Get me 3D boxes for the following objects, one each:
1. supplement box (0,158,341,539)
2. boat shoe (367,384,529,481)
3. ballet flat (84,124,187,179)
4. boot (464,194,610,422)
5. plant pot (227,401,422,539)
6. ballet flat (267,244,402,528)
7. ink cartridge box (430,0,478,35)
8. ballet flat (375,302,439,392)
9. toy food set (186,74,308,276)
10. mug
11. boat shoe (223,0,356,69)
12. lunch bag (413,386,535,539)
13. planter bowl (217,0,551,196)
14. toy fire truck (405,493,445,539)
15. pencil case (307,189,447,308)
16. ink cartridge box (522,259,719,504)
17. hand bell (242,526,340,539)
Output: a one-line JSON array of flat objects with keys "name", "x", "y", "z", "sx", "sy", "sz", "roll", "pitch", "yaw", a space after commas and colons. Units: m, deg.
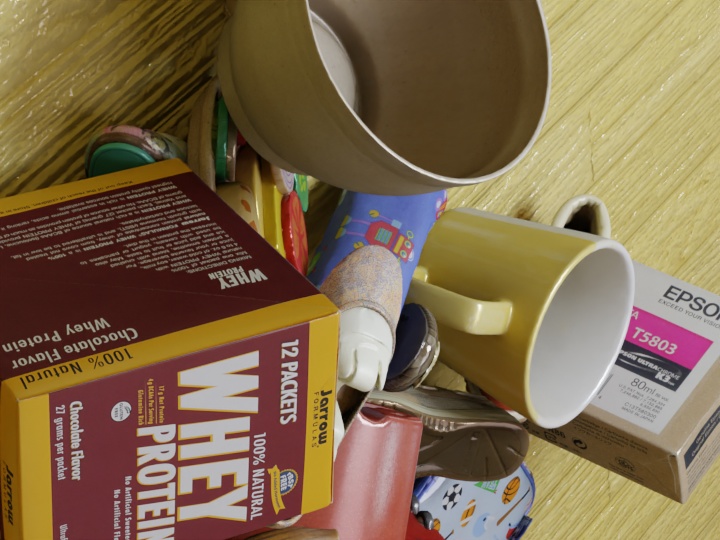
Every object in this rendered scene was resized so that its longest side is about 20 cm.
[{"name": "supplement box", "x": -0.145, "y": 0.055, "z": 1.379, "sx": 0.197, "sy": 0.200, "sz": 0.133, "roll": -15, "pitch": 125, "yaw": -28}, {"name": "boat shoe", "x": 0.031, "y": 0.116, "z": 1.838, "sx": 0.200, "sy": 0.065, "sz": 0.072, "roll": 6, "pitch": 115, "yaw": -29}, {"name": "ballet flat", "x": -0.125, "y": -0.039, "z": 1.542, "sx": 0.200, "sy": 0.069, "sz": 0.071, "roll": 74, "pitch": 31, "yaw": -48}, {"name": "boot", "x": 0.144, "y": 0.027, "z": 1.942, "sx": 0.107, "sy": 0.075, "sz": 0.200, "roll": 116, "pitch": 0, "yaw": -56}, {"name": "plant pot", "x": -0.049, "y": 0.180, "z": 1.691, "sx": 0.201, "sy": 0.200, "sz": 0.196, "roll": 16, "pitch": 89, "yaw": -59}, {"name": "ballet flat", "x": -0.019, "y": 0.081, "z": 1.572, "sx": 0.068, "sy": 0.067, "sz": 0.200, "roll": 24, "pitch": 94, "yaw": -27}, {"name": "ink cartridge box", "x": 0.072, "y": -0.237, "z": 1.626, "sx": 0.200, "sy": 0.148, "sz": 0.076, "roll": -35, "pitch": 137, "yaw": -42}, {"name": "ballet flat", "x": 0.024, "y": 0.062, "z": 1.736, "sx": 0.067, "sy": 0.046, "sz": 0.200, "roll": -54, "pitch": -169, "yaw": -11}, {"name": "toy food set", "x": -0.070, "y": -0.035, "z": 1.555, "sx": 0.200, "sy": 0.049, "sz": 0.198, "roll": 61, "pitch": 24, "yaw": -68}, {"name": "mug", "x": 0.101, "y": 0.013, "z": 1.835, "sx": 0.150, "sy": 0.153, "sz": 0.187, "roll": -55, "pitch": 147, "yaw": -18}, {"name": "boat shoe", "x": -0.023, "y": -0.126, "z": 1.610, "sx": 0.069, "sy": 0.074, "sz": 0.200, "roll": -45, "pitch": 131, "yaw": 18}, {"name": "lunch bag", "x": 0.065, "y": 0.198, "z": 1.983, "sx": 0.160, "sy": 0.075, "sz": 0.200, "roll": -55, "pitch": 146, "yaw": -15}, {"name": "planter bowl", "x": -0.001, "y": -0.132, "z": 1.469, "sx": 0.200, "sy": 0.135, "sz": 0.201, "roll": 15, "pitch": 66, "yaw": -39}, {"name": "toy fire truck", "x": 0.016, "y": 0.239, "z": 1.807, "sx": 0.049, "sy": 0.200, "sz": 0.141, "roll": -2, "pitch": 117, "yaw": -26}, {"name": "pencil case", "x": 0.000, "y": 0.000, "z": 1.696, "sx": 0.087, "sy": 0.078, "sz": 0.200, "roll": -47, "pitch": -165, "yaw": 47}, {"name": "ink cartridge box", "x": 0.225, "y": 0.081, "z": 2.028, "sx": 0.165, "sy": 0.200, "sz": 0.075, "roll": -50, "pitch": 147, "yaw": -27}, {"name": "hand bell", "x": -0.110, "y": 0.197, "z": 1.575, "sx": 0.200, "sy": 0.104, "sz": 0.104, "roll": -10, "pitch": 127, "yaw": -9}]
